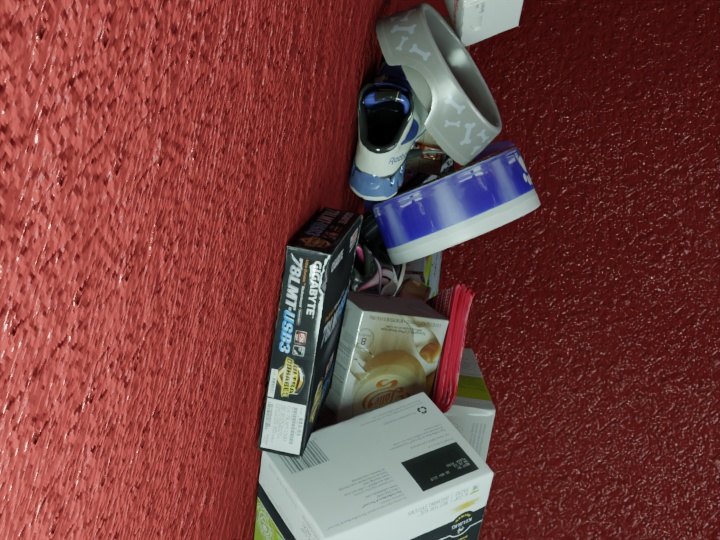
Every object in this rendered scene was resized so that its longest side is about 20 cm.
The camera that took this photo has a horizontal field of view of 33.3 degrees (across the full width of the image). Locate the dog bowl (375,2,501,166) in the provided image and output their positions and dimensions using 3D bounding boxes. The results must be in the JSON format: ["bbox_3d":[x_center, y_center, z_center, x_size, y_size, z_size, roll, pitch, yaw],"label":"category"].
[{"bbox_3d":[0.097,-0.224,1.413,0.200,0.058,0.201,49,22,-28],"label":"dog bowl"}]

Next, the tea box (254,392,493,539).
[{"bbox_3d":[0.007,0.261,1.226,0.134,0.198,0.198,46,-40,41],"label":"tea box"}]

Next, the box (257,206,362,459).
[{"bbox_3d":[-0.048,0.054,1.182,0.200,0.049,0.201,-61,163,-75],"label":"box"}]

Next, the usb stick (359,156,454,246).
[{"bbox_3d":[0.056,-0.090,1.607,0.200,0.032,0.056,-42,154,-28],"label":"usb stick"}]

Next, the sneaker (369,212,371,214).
[{"bbox_3d":[0.037,-0.007,1.817,0.083,0.070,0.202,-46,145,-69],"label":"sneaker"}]

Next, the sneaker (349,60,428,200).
[{"bbox_3d":[0.042,-0.191,1.424,0.116,0.080,0.201,98,8,-55],"label":"sneaker"}]

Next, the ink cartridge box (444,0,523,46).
[{"bbox_3d":[0.129,-0.395,1.459,0.146,0.083,0.202,70,2,-81],"label":"ink cartridge box"}]

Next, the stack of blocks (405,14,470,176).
[{"bbox_3d":[0.100,-0.224,1.596,0.116,0.058,0.202,93,10,-56],"label":"stack of blocks"}]

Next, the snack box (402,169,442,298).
[{"bbox_3d":[0.089,-0.054,1.773,0.143,0.052,0.202,71,24,-62],"label":"snack box"}]

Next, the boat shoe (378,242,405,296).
[{"bbox_3d":[0.010,0.016,1.582,0.063,0.072,0.202,35,50,-34],"label":"boat shoe"}]

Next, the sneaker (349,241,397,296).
[{"bbox_3d":[0.000,0.000,1.438,0.200,0.079,0.087,-88,168,-68],"label":"sneaker"}]

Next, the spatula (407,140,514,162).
[{"bbox_3d":[0.091,-0.142,1.493,0.057,0.197,0.021,-131,-144,-73],"label":"spatula"}]

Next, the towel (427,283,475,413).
[{"bbox_3d":[0.086,0.097,1.397,0.200,0.022,0.146,142,-40,-77],"label":"towel"}]

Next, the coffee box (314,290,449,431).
[{"bbox_3d":[0.012,0.133,1.336,0.080,0.113,0.202,35,-65,60],"label":"coffee box"}]

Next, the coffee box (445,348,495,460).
[{"bbox_3d":[0.059,0.224,1.669,0.198,0.197,0.202,-103,-158,-69],"label":"coffee box"}]

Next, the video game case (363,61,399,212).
[{"bbox_3d":[0.044,-0.202,1.613,0.201,0.045,0.183,91,11,-63],"label":"video game case"}]

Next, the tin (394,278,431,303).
[{"bbox_3d":[0.024,0.102,1.443,0.202,0.042,0.112,-62,176,4],"label":"tin"}]

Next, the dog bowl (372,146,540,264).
[{"bbox_3d":[0.117,-0.080,1.491,0.200,0.198,0.080,-42,110,-81],"label":"dog bowl"}]
